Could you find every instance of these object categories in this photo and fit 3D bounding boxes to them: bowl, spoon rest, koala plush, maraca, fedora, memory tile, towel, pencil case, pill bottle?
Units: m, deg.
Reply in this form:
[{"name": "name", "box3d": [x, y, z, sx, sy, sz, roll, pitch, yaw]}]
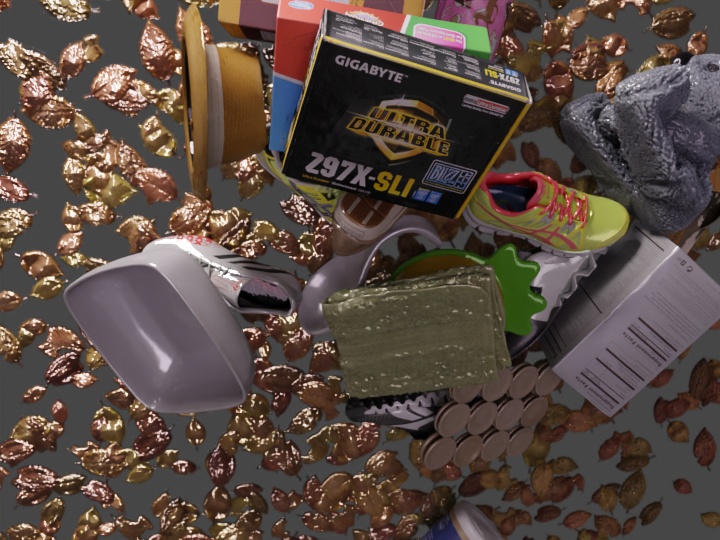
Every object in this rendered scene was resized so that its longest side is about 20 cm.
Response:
[{"name": "bowl", "box3d": [-0.219, 0.063, 0.720, 0.196, 0.075, 0.202, -13, 118, 34]}, {"name": "spoon rest", "box3d": [0.000, 0.000, 0.748, 0.199, 0.100, 0.061, -37, 130, 11]}, {"name": "koala plush", "box3d": [0.370, -0.168, 0.715, 0.198, 0.177, 0.186, -36, 99, -7]}, {"name": "maraca", "box3d": [0.122, 0.037, 0.761, 0.195, 0.107, 0.140, -12, 110, 15]}, {"name": "fedora", "box3d": [-0.139, -0.167, 0.649, 0.080, 0.200, 0.206, -4, 105, -17]}, {"name": "memory tile", "box3d": [0.171, 0.185, 0.815, 0.196, 0.017, 0.156, 3, 114, -35]}, {"name": "towel", "box3d": [0.065, 0.072, 0.703, 0.195, 0.037, 0.151, -11, 117, 8]}, {"name": "pencil case", "box3d": [0.110, -0.252, 0.709, 0.081, 0.086, 0.204, 23, 102, 20]}, {"name": "pill bottle", "box3d": [0.108, 0.427, 0.867, 0.111, 0.111, 0.200, 41, 97, -14]}]

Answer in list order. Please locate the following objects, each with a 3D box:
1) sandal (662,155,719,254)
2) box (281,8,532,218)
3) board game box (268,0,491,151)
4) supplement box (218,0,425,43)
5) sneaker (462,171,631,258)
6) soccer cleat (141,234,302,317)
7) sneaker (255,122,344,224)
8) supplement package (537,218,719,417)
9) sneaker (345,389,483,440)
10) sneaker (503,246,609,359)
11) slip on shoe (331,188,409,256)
[{"name": "sandal", "box3d": [0.428, -0.087, 0.800, 0.079, 0.054, 0.204, 19, 102, -10]}, {"name": "box", "box3d": [0.036, -0.138, 0.602, 0.195, 0.050, 0.161, 12, 142, -14]}, {"name": "board game box", "box3d": [0.011, -0.177, 0.625, 0.195, 0.041, 0.154, 6, 141, -7]}, {"name": "supplement box", "box3d": [-0.031, -0.333, 0.644, 0.195, 0.133, 0.202, 7, 103, -8]}, {"name": "sneaker", "box3d": [0.217, -0.071, 0.733, 0.195, 0.091, 0.080, 8, 71, 7]}, {"name": "soccer cleat", "box3d": [-0.162, 0.010, 0.742, 0.196, 0.085, 0.070, 18, 102, -11]}, {"name": "sneaker", "box3d": [-0.038, -0.097, 0.734, 0.197, 0.076, 0.076, 29, 98, -15]}, {"name": "supplement package", "box3d": [0.327, 0.056, 0.782, 0.109, 0.114, 0.201, 36, 109, -14]}, {"name": "sneaker", "box3d": [0.079, 0.191, 0.826, 0.195, 0.067, 0.093, -8, 103, -7]}, {"name": "sneaker", "box3d": [0.217, 0.021, 0.802, 0.088, 0.074, 0.202, 36, 94, -2]}, {"name": "slip on shoe", "box3d": [0.030, -0.086, 0.709, 0.075, 0.201, 0.061, 32, 138, 5]}]
